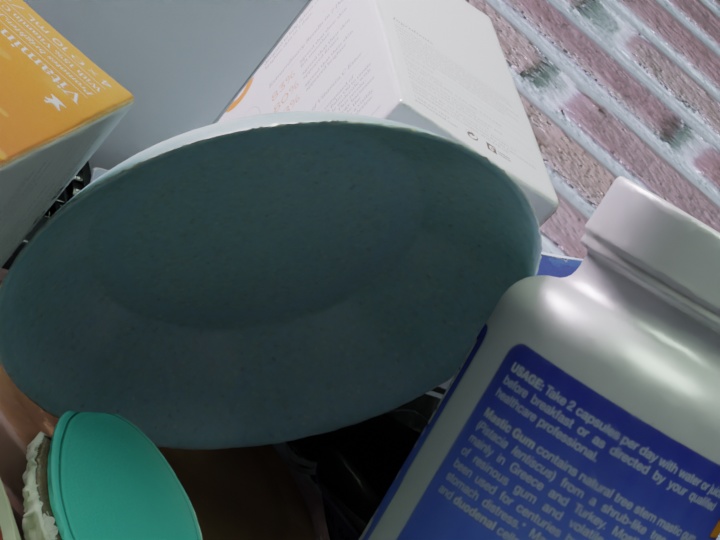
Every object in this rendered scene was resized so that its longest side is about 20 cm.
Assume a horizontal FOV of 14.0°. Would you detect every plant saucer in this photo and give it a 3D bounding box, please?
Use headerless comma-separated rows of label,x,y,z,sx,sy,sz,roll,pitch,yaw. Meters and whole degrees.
plant saucer,-0.036,-0.004,1.059,0.201,0.201,0.039,22,42,-42
plant saucer,-0.092,0.072,1.140,0.200,0.030,0.200,35,20,-15

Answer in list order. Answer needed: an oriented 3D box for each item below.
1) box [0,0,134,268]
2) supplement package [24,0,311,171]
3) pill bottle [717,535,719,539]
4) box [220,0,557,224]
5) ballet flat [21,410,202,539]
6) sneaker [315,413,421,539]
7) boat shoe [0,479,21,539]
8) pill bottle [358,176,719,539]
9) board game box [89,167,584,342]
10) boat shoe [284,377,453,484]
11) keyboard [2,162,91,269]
box,-0.173,-0.043,0.908,0.124,0.098,0.200,42,19,2
supplement package,-0.123,-0.128,1.245,0.155,0.200,0.111,16,30,-47
pill bottle,0.144,0.174,1.235,0.109,0.109,0.200,43,20,7
box,0.006,-0.060,1.431,0.097,0.124,0.200,32,22,-24
ballet flat,-0.081,0.128,0.989,0.072,0.072,0.200,26,22,-35
sneaker,0.060,0.111,1.135,0.199,0.076,0.088,14,-42,36
boat shoe,-0.146,0.084,0.969,0.062,0.071,0.200,-13,45,-12
pill bottle,0.077,0.073,1.048,0.112,0.201,0.112,31,4,-2
board game box,0.000,0.000,1.221,0.198,0.044,0.200,12,0,8
boat shoe,-0.001,0.059,1.245,0.072,0.071,0.200,10,-1,27
keyboard,-0.187,-0.046,1.123,0.199,0.040,0.104,15,46,-27
